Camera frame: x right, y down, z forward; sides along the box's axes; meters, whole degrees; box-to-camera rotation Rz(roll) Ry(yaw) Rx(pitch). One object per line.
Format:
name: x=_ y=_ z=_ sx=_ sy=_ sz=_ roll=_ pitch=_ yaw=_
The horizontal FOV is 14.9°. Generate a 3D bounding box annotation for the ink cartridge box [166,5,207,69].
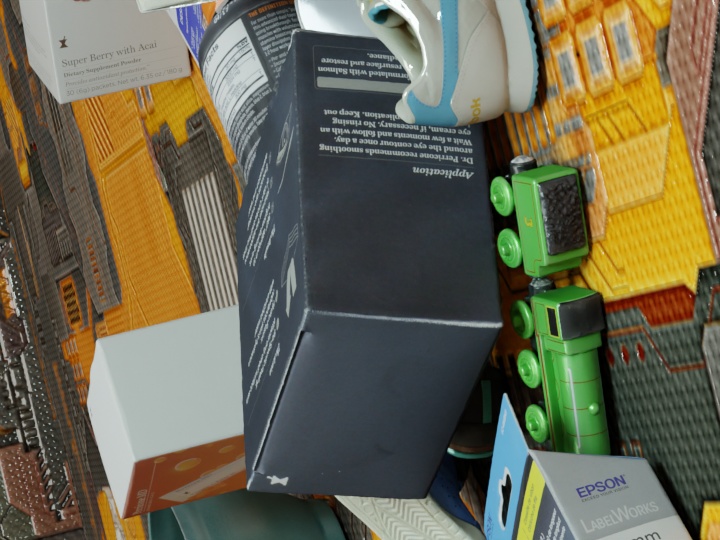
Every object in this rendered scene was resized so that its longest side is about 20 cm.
ink cartridge box: x=-0.111 y=-0.235 z=2.082 sx=0.200 sy=0.047 sz=0.198 roll=-118 pitch=19 yaw=-47

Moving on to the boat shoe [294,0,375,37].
boat shoe: x=-0.015 y=-0.208 z=1.734 sx=0.070 sy=0.071 sz=0.201 roll=25 pitch=-136 yaw=-74

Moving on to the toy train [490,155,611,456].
toy train: x=0.111 y=0.035 z=1.516 sx=0.056 sy=0.042 sz=0.201 roll=15 pitch=118 yaw=61

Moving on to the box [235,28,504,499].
box: x=0.000 y=0.000 z=1.614 sx=0.197 sy=0.117 sz=0.201 roll=110 pitch=161 yaw=-54

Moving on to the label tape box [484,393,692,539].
label tape box: x=0.135 y=0.176 z=1.486 sx=0.144 sy=0.066 sz=0.200 roll=95 pitch=156 yaw=-51

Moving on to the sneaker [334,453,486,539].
sneaker: x=0.054 y=0.163 z=1.779 sx=0.200 sy=0.077 sz=0.111 roll=51 pitch=-155 yaw=-6

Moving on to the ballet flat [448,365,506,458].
ballet flat: x=0.040 y=0.052 z=1.752 sx=0.200 sy=0.068 sz=0.069 roll=34 pitch=126 yaw=54

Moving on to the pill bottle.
pill bottle: x=-0.043 y=-0.117 z=1.814 sx=0.106 sy=0.106 sz=0.200 roll=97 pitch=155 yaw=-52

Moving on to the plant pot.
plant pot: x=-0.078 y=0.255 z=2.200 sx=0.200 sy=0.134 sz=0.201 roll=166 pitch=90 yaw=-76

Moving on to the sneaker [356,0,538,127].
sneaker: x=0.036 y=-0.177 z=1.524 sx=0.077 sy=0.080 sz=0.201 roll=122 pitch=134 yaw=-71

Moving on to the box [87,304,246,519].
box: x=-0.085 y=0.091 z=1.959 sx=0.124 sy=0.199 sz=0.098 roll=110 pitch=144 yaw=-65

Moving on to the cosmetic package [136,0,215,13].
cosmetic package: x=-0.091 y=-0.241 z=1.748 sx=0.200 sy=0.071 sz=0.106 roll=-50 pitch=-52 yaw=-66

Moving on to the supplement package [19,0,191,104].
supplement package: x=-0.226 y=-0.261 z=2.322 sx=0.120 sy=0.121 sz=0.201 roll=-132 pitch=32 yaw=-62
